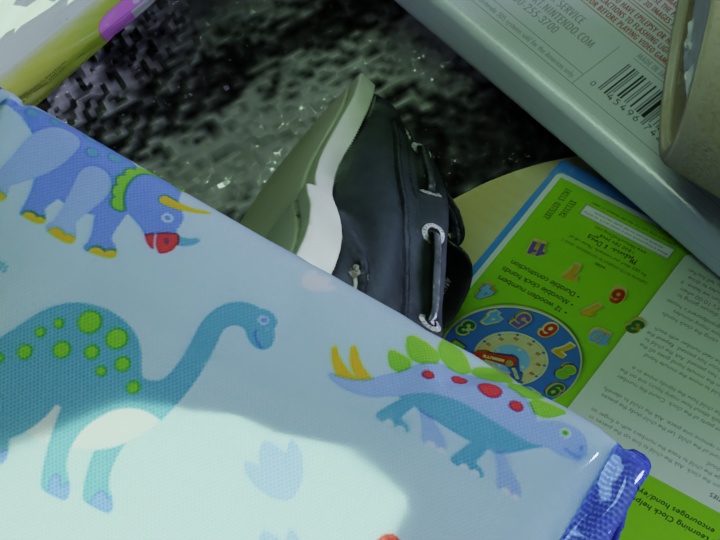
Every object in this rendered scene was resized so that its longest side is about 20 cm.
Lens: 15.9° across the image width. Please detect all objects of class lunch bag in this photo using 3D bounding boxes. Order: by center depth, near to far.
[{"bbox_3d":[-0.062,0.093,0.529,0.170,0.127,0.200,28,67,12],"label":"lunch bag"}]

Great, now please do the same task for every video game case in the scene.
[{"bbox_3d":[0.110,-0.110,0.847,0.182,0.022,0.200,-38,67,-25],"label":"video game case"}]

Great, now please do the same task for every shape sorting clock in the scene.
[{"bbox_3d":[0.084,0.048,0.779,0.200,0.039,0.200,-1,53,1],"label":"shape sorting clock"}]

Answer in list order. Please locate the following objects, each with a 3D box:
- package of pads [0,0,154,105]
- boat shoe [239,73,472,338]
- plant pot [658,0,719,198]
[{"bbox_3d":[-0.132,-0.128,0.823,0.200,0.068,0.155,-38,88,-1],"label":"package of pads"},{"bbox_3d":[0.001,-0.002,0.755,0.066,0.199,0.075,35,102,-8],"label":"boat shoe"},{"bbox_3d":[0.192,-0.058,0.727,0.200,0.187,0.187,12,65,0],"label":"plant pot"}]
